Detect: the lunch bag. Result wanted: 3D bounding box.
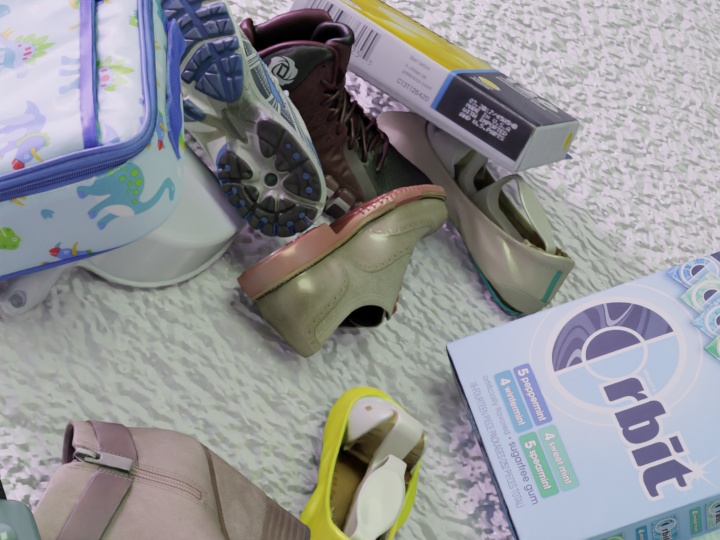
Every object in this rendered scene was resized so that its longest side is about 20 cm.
[{"bbox_3d":[-0.178,-0.092,1.092,0.159,0.083,0.201,-13,43,5],"label":"lunch bag"}]

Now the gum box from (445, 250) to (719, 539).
[{"bbox_3d":[0.172,0.090,1.203,0.198,0.045,0.171,-19,51,-2],"label":"gum box"}]

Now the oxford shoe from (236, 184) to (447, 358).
[{"bbox_3d":[0.000,0.000,1.247,0.199,0.071,0.074,-29,89,-47],"label":"oxford shoe"}]

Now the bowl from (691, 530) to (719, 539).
[{"bbox_3d":[0.264,0.184,1.209,0.201,0.198,0.109,-68,145,-56],"label":"bowl"}]

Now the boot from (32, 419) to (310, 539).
[{"bbox_3d":[-0.102,0.161,0.954,0.145,0.071,0.201,23,35,-12],"label":"boot"}]

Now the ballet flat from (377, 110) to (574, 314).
[{"bbox_3d":[0.086,-0.059,1.390,0.069,0.070,0.201,-7,54,-48],"label":"ballet flat"}]

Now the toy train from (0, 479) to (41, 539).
[{"bbox_3d":[-0.163,0.174,0.825,0.085,0.114,0.201,8,43,-38],"label":"toy train"}]

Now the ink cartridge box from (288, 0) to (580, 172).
[{"bbox_3d":[0.062,-0.142,1.405,0.197,0.047,0.200,32,16,12],"label":"ink cartridge box"}]

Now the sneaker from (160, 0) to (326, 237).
[{"bbox_3d":[-0.085,-0.110,1.238,0.201,0.077,0.085,61,12,3],"label":"sneaker"}]

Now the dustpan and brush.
[{"bbox_3d":[-0.157,-0.030,1.145,0.140,0.057,0.200,47,26,-7],"label":"dustpan and brush"}]

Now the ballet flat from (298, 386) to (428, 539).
[{"bbox_3d":[0.008,0.118,1.100,0.066,0.067,0.201,32,33,-7],"label":"ballet flat"}]

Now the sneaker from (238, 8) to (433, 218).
[{"bbox_3d":[-0.013,-0.107,1.306,0.199,0.116,0.076,24,35,-20],"label":"sneaker"}]
